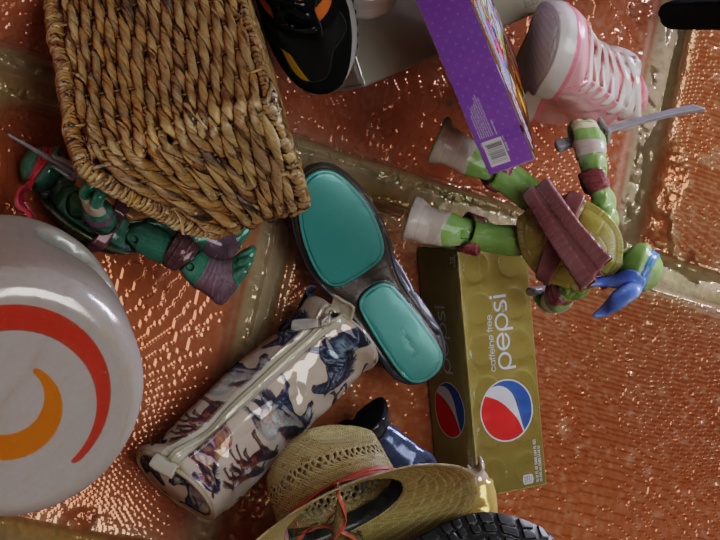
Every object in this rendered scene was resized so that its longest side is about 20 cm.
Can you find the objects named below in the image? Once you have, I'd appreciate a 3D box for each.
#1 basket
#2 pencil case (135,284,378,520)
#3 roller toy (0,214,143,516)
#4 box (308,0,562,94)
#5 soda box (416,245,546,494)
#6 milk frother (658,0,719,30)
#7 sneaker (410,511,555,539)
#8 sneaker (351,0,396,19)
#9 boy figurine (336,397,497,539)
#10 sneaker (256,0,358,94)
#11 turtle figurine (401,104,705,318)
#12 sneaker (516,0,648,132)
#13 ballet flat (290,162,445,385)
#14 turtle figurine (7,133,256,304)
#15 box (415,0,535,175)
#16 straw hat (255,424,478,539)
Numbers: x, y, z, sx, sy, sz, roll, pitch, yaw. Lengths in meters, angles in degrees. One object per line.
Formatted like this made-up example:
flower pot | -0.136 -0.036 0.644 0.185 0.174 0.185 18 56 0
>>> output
basket | -0.129 -0.113 1.606 0.149 0.200 0.143 -18 138 0
pencil case | -0.077 0.101 1.699 0.200 0.078 0.090 -43 146 -22
roller toy | -0.246 0.063 1.550 0.182 0.140 0.201 -2 112 -15
box | 0.047 -0.207 1.758 0.200 0.095 0.078 -26 103 -29
soda box | 0.096 0.076 1.812 0.068 0.064 0.201 -8 95 -29
milk frother | 0.319 -0.304 1.860 0.200 0.188 0.181 -34 109 -25
sneaker | 0.053 0.238 1.720 0.199 0.088 0.076 -10 69 -15
sneaker | -0.054 -0.265 1.654 0.200 0.089 0.075 27 52 10
boy figurine | 0.057 0.192 1.766 0.124 0.064 0.200 -38 105 17
sneaker | -0.057 -0.209 1.592 0.090 0.070 0.201 -49 135 -57
turtle figurine | 0.140 -0.045 1.740 0.193 0.144 0.200 20 49 1
sneaker | 0.179 -0.157 1.764 0.104 0.200 0.076 6 80 -3
ballet flat | 0.000 0.000 1.753 0.073 0.073 0.200 -40 111 -23
turtle figurine | -0.171 -0.055 1.635 0.200 0.101 0.150 32 35 -17
box | 0.072 -0.187 1.632 0.039 0.137 0.200 -19 122 10
straw hat | -0.021 0.162 1.682 0.201 0.201 0.085 -7 57 -30
